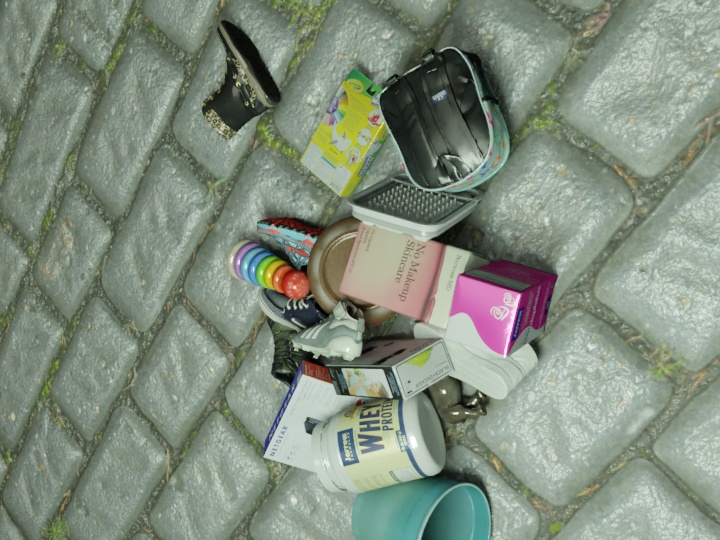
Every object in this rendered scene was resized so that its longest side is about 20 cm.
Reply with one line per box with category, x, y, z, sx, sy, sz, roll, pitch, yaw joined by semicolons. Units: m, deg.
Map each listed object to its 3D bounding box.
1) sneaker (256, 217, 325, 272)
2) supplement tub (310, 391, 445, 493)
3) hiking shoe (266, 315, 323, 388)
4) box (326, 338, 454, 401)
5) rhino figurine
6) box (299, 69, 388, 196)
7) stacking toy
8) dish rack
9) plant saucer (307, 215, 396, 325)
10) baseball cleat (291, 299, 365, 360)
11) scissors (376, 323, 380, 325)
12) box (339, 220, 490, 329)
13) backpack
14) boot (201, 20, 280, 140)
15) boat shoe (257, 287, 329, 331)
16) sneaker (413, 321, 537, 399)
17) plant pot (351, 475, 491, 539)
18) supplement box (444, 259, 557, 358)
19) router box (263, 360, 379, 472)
sneaker;-0.123;-0.042;1.337;0.200;0.079;0.096;20;109;28
supplement tub;0.031;0.297;1.200;0.200;0.145;0.145;-20;86;18
hiking shoe;-0.136;0.164;1.358;0.076;0.101;0.200;-36;78;31
box;0.046;0.164;1.178;0.200;0.117;0.060;-9;102;56
rhino figurine;0.140;0.175;1.218;0.087;0.060;0.200;-34;78;27
box;-0.017;-0.248;1.262;0.117;0.048;0.200;43;118;20
stacking toy;-0.170;0.003;1.340;0.200;0.085;0.086;22;108;43
dish rack;0.090;-0.103;1.134;0.171;0.200;0.044;19;120;27
plant saucer;0.000;0.000;1.247;0.200;0.037;0.201;0;90;7
baseball cleat;-0.050;0.105;1.233;0.200;0.070;0.107;1;72;54
scissors;0.010;0.003;1.302;0.073;0.014;0.201;1;96;34
box;0.087;0.009;1.131;0.200;0.109;0.128;18;91;28
backpack;0.141;-0.224;1.107;0.177;0.150;0.200;-27;74;32
boot;-0.258;-0.371;1.379;0.150;0.073;0.200;-35;84;30
boat shoe;-0.108;0.069;1.333;0.200;0.075;0.093;31;136;15
sneaker;0.193;0.127;1.160;0.200;0.115;0.074;32;137;35
plant pot;0.091;0.444;1.215;0.188;0.200;0.201;6;100;45
supplement box;0.218;0.053;1.070;0.103;0.200;0.101;18;106;28
router box;-0.062;0.285;1.304;0.179;0.049;0.200;20;112;-13
